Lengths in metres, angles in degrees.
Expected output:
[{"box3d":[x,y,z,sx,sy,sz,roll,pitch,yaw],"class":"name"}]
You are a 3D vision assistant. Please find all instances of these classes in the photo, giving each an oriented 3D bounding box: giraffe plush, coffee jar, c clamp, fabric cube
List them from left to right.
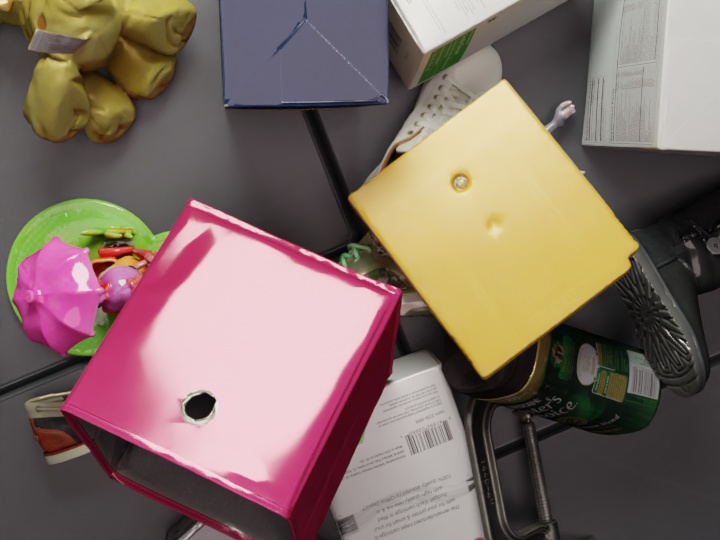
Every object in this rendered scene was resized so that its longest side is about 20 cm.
[{"box3d":[-0.267,-0.223,0.981,0.162,0.200,0.173,43,95,19],"class":"giraffe plush"},{"box3d":[-0.094,0.098,0.935,0.195,0.200,0.200,24,67,10],"class":"fabric cube"},{"box3d":[0.159,0.202,1.110,0.171,0.027,0.201,-16,93,-49],"class":"c clamp"},{"box3d":[0.178,0.093,1.059,0.199,0.104,0.086,19,71,-28],"class":"coffee jar"}]

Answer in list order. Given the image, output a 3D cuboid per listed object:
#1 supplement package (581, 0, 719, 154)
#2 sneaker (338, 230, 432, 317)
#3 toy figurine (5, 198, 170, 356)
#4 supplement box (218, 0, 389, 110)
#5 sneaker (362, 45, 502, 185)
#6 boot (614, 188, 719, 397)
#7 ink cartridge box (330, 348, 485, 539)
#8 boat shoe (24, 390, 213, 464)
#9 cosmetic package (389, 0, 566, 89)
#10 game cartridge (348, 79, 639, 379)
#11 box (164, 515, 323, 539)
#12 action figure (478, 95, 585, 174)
[{"box3d":[0.325,-0.178,1.023,0.190,0.200,0.148,2,97,-8],"class":"supplement package"},{"box3d":[0.000,0.000,1.076,0.199,0.077,0.089,-3,94,-14],"class":"sneaker"},{"box3d":[-0.223,0.018,0.991,0.199,0.184,0.151,-1,97,-7],"class":"toy figurine"},{"box3d":[-0.054,-0.238,0.969,0.134,0.200,0.201,-2,97,-6],"class":"supplement box"},{"box3d":[0.075,-0.126,1.059,0.073,0.085,0.200,32,91,-8],"class":"sneaker"},{"box3d":[0.347,0.009,1.077,0.199,0.066,0.165,-21,83,-25],"class":"boot"},{"box3d":[0.036,0.198,1.096,0.145,0.084,0.201,-19,99,-4],"class":"ink cartridge box"},{"box3d":[-0.215,0.118,1.066,0.199,0.071,0.063,-21,97,1],"class":"boat shoe"},{"box3d":[0.113,-0.257,1.016,0.199,0.108,0.085,-30,85,-8],"class":"cosmetic package"},{"box3d":[0.116,-0.036,0.982,0.176,0.032,0.200,-36,80,0],"class":"game cartridge"},{"box3d":[-0.084,0.298,1.107,0.117,0.060,0.200,-42,101,0],"class":"box"},{"box3d":[0.153,-0.075,1.078,0.148,0.134,0.200,-25,104,24],"class":"action figure"}]
